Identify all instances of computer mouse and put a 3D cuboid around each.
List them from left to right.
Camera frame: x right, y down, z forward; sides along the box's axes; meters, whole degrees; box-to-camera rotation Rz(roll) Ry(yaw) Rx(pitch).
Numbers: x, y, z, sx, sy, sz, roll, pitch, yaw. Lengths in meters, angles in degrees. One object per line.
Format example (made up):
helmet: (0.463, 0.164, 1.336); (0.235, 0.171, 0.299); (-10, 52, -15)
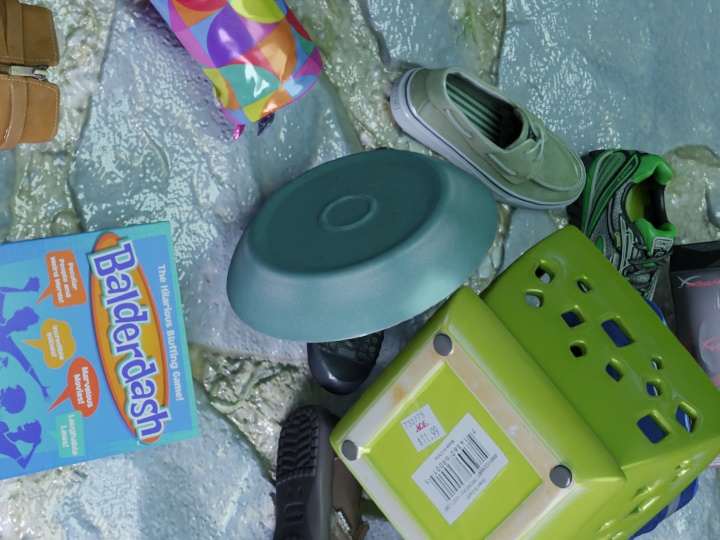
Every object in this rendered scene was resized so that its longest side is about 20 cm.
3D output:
computer mouse: (0.000, 0.000, 1.446); (0.058, 0.034, 0.201); (23, 67, -16)

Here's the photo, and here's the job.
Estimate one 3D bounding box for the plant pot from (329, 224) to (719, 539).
plant pot: (0.111, 0.113, 1.345); (0.199, 0.200, 0.181); (51, 35, 15)

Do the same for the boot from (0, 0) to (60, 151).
boot: (-0.264, -0.169, 1.223); (0.155, 0.077, 0.201); (-5, 92, -36)

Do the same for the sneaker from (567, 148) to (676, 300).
sneaker: (0.212, -0.003, 1.568); (0.078, 0.085, 0.201); (5, 84, -37)

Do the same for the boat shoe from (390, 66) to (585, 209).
boat shoe: (0.112, -0.101, 1.513); (0.200, 0.062, 0.072); (24, 73, -34)

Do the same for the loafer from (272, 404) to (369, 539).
loafer: (-0.022, 0.200, 1.381); (0.071, 0.073, 0.201); (14, 79, -34)

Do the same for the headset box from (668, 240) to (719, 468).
headset box: (0.343, 0.075, 1.600); (0.075, 0.148, 0.201); (-60, 142, -67)

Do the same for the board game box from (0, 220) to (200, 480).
board game box: (-0.208, 0.054, 1.270); (0.199, 0.045, 0.153); (-10, 93, -38)

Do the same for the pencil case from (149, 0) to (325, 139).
pencil case: (-0.107, -0.192, 1.344); (0.088, 0.088, 0.200); (-44, 112, -31)

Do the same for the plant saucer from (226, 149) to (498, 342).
plant saucer: (-0.004, -0.028, 1.333); (0.200, 0.200, 0.036); (-45, 131, -30)

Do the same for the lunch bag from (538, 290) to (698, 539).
lunch bag: (0.173, 0.110, 1.495); (0.132, 0.135, 0.201); (-19, 101, -52)
